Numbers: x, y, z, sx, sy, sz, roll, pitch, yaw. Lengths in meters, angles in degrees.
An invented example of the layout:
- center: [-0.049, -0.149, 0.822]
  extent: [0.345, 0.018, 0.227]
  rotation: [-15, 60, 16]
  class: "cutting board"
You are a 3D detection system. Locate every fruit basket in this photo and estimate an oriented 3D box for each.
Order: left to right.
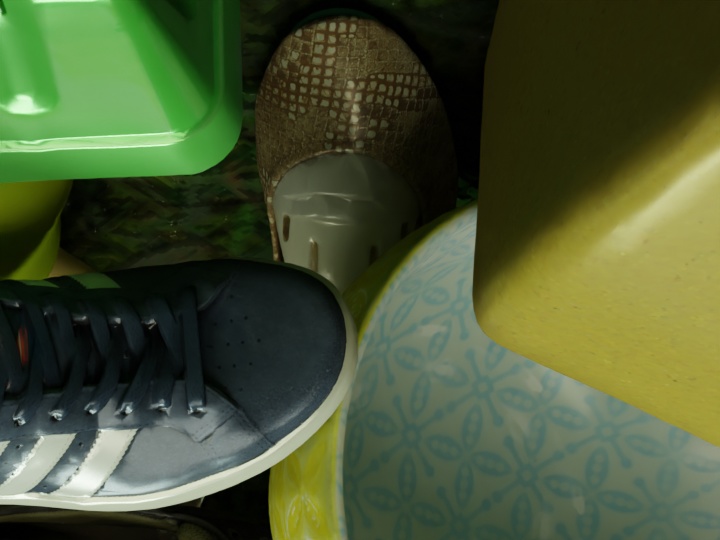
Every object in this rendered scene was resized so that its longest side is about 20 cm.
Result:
- center: [-0.133, -0.075, 0.885]
  extent: [0.215, 0.156, 0.216]
  rotation: [-1, 163, 0]
  class: "fruit basket"

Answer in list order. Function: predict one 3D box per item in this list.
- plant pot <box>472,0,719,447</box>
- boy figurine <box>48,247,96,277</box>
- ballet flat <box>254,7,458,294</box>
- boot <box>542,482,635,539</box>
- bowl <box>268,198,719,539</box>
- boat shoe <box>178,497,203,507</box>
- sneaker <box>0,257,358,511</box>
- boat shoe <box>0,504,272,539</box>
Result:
- center: [0.136, -0.049, 0.877]
  extent: [0.195, 0.194, 0.200]
  rotation: [26, 139, -26]
  class: "plant pot"
- center: [-0.143, 0.007, 1.030]
  extent: [0.124, 0.064, 0.200]
  rotation: [-4, 139, 34]
  class: "boy figurine"
- center: [0.000, 0.000, 1.019]
  extent: [0.070, 0.065, 0.200]
  rotation: [-1, 138, 6]
  class: "ballet flat"
- center: [0.123, 0.097, 1.080]
  extent: [0.200, 0.073, 0.090]
  rotation: [-29, 112, 4]
  class: "boot"
- center: [0.040, 0.078, 0.978]
  extent: [0.200, 0.200, 0.108]
  rotation: [30, 155, -29]
  class: "bowl"
- center: [-0.140, 0.110, 1.144]
  extent: [0.200, 0.069, 0.074]
  rotation: [-30, 129, 30]
  class: "boat shoe"
- center: [-0.102, 0.030, 0.865]
  extent: [0.200, 0.075, 0.085]
  rotation: [-11, 159, 4]
  class: "sneaker"
- center: [-0.061, 0.121, 1.054]
  extent: [0.200, 0.073, 0.065]
  rotation: [5, 155, -18]
  class: "boat shoe"
